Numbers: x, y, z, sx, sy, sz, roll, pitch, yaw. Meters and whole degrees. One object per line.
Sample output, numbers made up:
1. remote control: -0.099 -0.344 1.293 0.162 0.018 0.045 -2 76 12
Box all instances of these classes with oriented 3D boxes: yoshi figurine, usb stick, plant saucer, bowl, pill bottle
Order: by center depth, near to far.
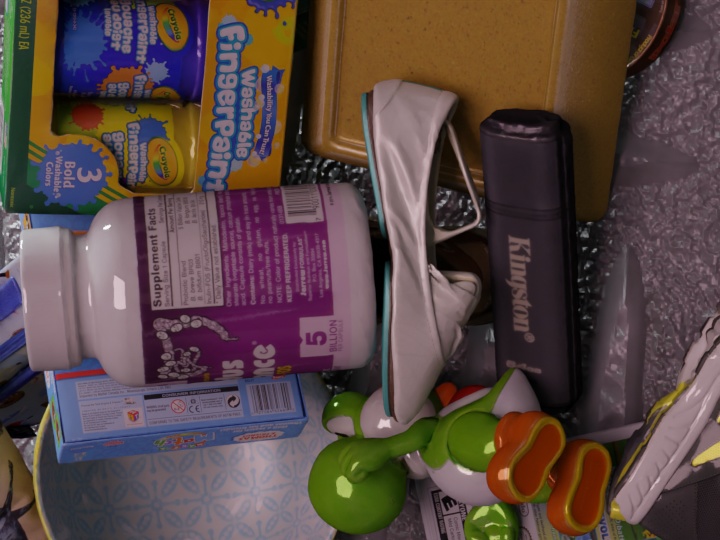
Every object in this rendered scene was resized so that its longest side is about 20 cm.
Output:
1. pill bottle: -0.095 0.010 1.393 0.200 0.112 0.112 -5 90 -5
2. plant saucer: 0.054 -0.126 1.407 0.200 0.048 0.200 15 123 16
3. usb stick: 0.101 -0.004 1.409 0.055 0.033 0.200 6 123 18
4. yoshi figurine: 0.043 0.124 1.431 0.200 0.112 0.113 6 112 47
5. bowl: -0.116 0.126 1.540 0.108 0.200 0.200 169 95 -75

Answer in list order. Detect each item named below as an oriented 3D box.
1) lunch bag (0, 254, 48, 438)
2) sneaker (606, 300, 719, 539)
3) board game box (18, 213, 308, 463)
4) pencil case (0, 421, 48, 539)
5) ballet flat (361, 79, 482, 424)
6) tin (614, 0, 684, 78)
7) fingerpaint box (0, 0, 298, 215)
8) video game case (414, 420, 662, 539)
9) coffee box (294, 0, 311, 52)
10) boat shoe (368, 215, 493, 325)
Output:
1. lunch bag: -0.214 0.045 1.579 0.200 0.160 0.076 -36 73 27
2. sneaker: 0.223 0.075 1.374 0.085 0.074 0.200 34 102 -5
3. board game box: -0.125 0.013 1.475 0.037 0.151 0.200 117 145 -62
4. pencil case: -0.264 0.107 1.493 0.078 0.089 0.200 -18 112 23
5. ballet flat: 0.039 -0.011 1.383 0.069 0.069 0.200 -2 93 32
6. tin: 0.104 -0.185 1.446 0.200 0.042 0.112 31 104 26
7. fingerpaint box: -0.126 -0.134 1.415 0.073 0.167 0.200 -117 31 -63
8. video game case: 0.132 0.203 1.454 0.182 0.022 0.200 -15 83 31
9. coffee box: -0.105 -0.176 1.531 0.200 0.044 0.123 -20 58 21
10. boat shoe: 0.000 0.000 1.495 0.200 0.074 0.076 -3 90 32
